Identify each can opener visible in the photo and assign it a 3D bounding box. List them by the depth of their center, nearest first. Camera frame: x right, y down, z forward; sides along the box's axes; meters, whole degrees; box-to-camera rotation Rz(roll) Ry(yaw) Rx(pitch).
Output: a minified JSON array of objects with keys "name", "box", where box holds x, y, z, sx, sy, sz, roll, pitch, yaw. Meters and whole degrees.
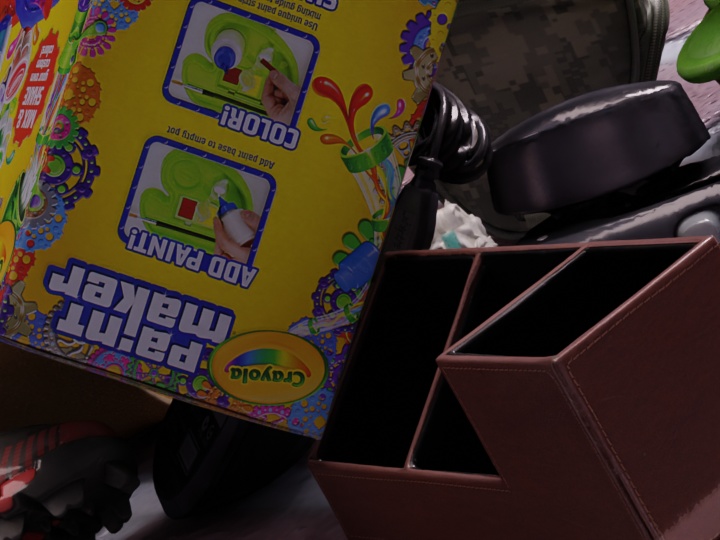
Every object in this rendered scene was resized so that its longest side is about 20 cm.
[{"name":"can opener","box":[0.143,-0.031,1.032,0.199,0.079,0.063,-13,26,14]}]

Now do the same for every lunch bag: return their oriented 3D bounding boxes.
[{"name":"lunch bag","box":[0.056,-0.114,1.268,0.139,0.168,0.200,-12,17,3]}]

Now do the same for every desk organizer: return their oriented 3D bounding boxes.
[{"name":"desk organizer","box":[0.049,0.041,0.923,0.072,0.077,0.200,-36,15,-24]}]

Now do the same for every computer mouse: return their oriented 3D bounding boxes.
[{"name":"computer mouse","box":[-0.007,0.016,1.088,0.200,0.046,0.140,-64,21,6]}]

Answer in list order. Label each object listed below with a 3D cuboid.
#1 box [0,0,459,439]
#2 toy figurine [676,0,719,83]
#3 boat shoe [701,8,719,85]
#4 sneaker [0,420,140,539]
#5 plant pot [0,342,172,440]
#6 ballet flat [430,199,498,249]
[{"name":"box","box":[-0.068,-0.057,1.058,0.200,0.122,0.193,7,80,70]},{"name":"toy figurine","box":[0.126,-0.199,1.137,0.150,0.184,0.200,-23,22,51]},{"name":"boat shoe","box":[0.226,-0.138,1.206,0.201,0.072,0.066,-30,20,20]},{"name":"sneaker","box":[-0.176,0.088,1.155,0.200,0.098,0.071,-24,-26,22]},{"name":"plant pot","box":[-0.204,0.042,1.274,0.200,0.186,0.186,-38,13,8]},{"name":"ballet flat","box":[0.000,0.000,1.197,0.072,0.072,0.200,-37,15,-26]}]
